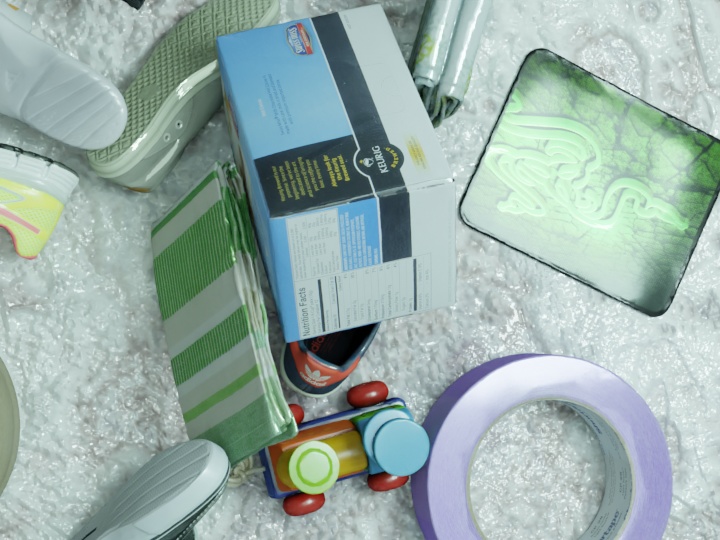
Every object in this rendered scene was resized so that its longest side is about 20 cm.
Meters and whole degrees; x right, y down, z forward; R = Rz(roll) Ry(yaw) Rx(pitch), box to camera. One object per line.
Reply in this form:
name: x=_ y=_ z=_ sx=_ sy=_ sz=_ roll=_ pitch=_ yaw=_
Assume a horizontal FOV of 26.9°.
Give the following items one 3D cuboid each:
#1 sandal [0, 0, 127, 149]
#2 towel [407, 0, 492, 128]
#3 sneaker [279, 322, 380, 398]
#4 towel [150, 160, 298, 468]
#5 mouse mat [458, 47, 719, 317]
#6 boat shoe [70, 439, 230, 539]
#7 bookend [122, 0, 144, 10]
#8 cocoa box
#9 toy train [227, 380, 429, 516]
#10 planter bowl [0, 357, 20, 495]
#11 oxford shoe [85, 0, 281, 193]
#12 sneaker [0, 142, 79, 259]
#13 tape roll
sandal: x=-0.262 y=-0.155 z=1.130 sx=0.206 sy=0.059 sz=0.080 roll=31 pitch=107 yaw=3
towel: x=0.078 y=-0.211 z=1.138 sx=0.048 sy=0.171 sz=0.202 roll=16 pitch=86 yaw=-3
sneaker: x=0.000 y=0.000 z=1.152 sx=0.074 sy=0.085 sz=0.201 roll=20 pitch=74 yaw=-7
towel: x=-0.104 y=0.039 z=1.093 sx=0.023 sy=0.152 sz=0.202 roll=-6 pitch=75 yaw=-32
mouse mat: x=0.196 y=-0.072 z=1.238 sx=0.199 sy=0.008 sz=0.162 roll=25 pitch=84 yaw=-8
boat shoe: x=-0.152 y=0.194 z=1.107 sx=0.071 sy=0.072 sz=0.200 roll=39 pitch=123 yaw=-19
bookend: x=-0.190 y=-0.331 z=1.095 sx=0.199 sy=0.092 sz=0.200 roll=33 pitch=54 yaw=-10
cocoa box: x=-0.020 y=-0.073 z=1.086 sx=0.130 sy=0.134 sz=0.201 roll=-13 pitch=48 yaw=-7
toy train: x=-0.048 y=0.146 z=1.131 sx=0.198 sy=0.116 sz=0.085 roll=-14 pitch=90 yaw=-11
planter bowl: x=-0.345 y=0.116 z=1.069 sx=0.198 sy=0.135 sz=0.202 roll=0 pitch=88 yaw=-11
oxford shoe: x=-0.131 y=-0.139 z=1.159 sx=0.200 sy=0.075 sz=0.058 roll=-52 pitch=138 yaw=-16
sneaker: x=-0.315 y=-0.062 z=1.111 sx=0.198 sy=0.078 sz=0.091 roll=16 pitch=92 yaw=-8
tape roll: x=0.142 y=0.167 z=1.191 sx=0.198 sy=0.066 sz=0.202 roll=0 pitch=89 yaw=-10
